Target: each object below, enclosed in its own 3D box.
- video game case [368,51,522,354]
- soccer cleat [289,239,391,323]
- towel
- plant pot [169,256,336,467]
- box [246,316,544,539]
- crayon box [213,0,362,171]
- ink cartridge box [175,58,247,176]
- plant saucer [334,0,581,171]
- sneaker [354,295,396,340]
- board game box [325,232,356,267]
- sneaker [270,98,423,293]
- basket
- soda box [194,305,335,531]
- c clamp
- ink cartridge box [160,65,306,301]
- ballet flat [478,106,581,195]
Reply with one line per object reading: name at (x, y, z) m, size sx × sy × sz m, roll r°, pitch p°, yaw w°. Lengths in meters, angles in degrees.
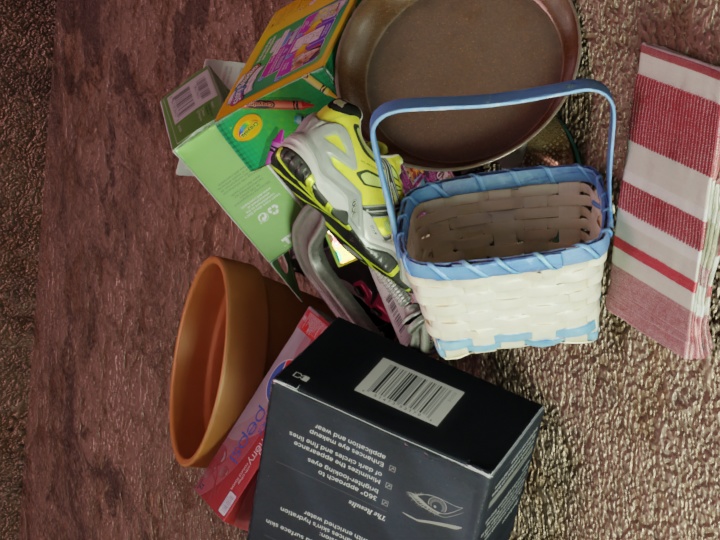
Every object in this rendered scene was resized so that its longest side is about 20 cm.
video game case at (0.048, -0.053, 1.643) m, size 0.200 × 0.036 × 0.181 m, roll 67°, pitch 150°, yaw 21°
soccer cleat at (0.018, -0.002, 1.882) m, size 0.200 × 0.086 × 0.070 m, roll 26°, pitch 110°, yaw 42°
towel at (0.218, -0.051, 1.371) m, size 0.144 × 0.023 × 0.200 m, roll -140°, pitch 54°, yaw -67°
plant pot at (-0.089, 0.095, 1.858) m, size 0.200 × 0.140 × 0.200 m, roll -171°, pitch 90°, yaw -73°
box at (0.025, 0.176, 1.621) m, size 0.117 × 0.197 × 0.200 m, roll -44°, pitch -28°, yaw -51°
crayon box at (-0.038, -0.179, 1.680) m, size 0.119 × 0.058 × 0.200 m, roll -24°, pitch 26°, yaw 30°
ink cartridge box at (-0.072, -0.157, 1.916) m, size 0.160 × 0.200 × 0.047 m, roll 110°, pitch 154°, yaw -45°
plant saucer at (0.079, -0.163, 1.558) m, size 0.034 × 0.200 × 0.200 m, roll 52°, pitch -154°, yaw -63°
sneaker at (0.002, 0.105, 1.900) m, size 0.112 × 0.078 × 0.200 m, roll 110°, pitch 152°, yaw -47°
board game box at (-0.037, -0.074, 1.775) m, size 0.200 × 0.030 × 0.096 m, roll -120°, pitch 8°, yaw -73°
sneaker at (0.012, -0.052, 1.510) m, size 0.075 × 0.076 × 0.200 m, roll 31°, pitch 167°, yaw 40°
basket at (0.101, -0.042, 1.448) m, size 0.139 × 0.176 × 0.200 m, roll -90°, pitch -5°, yaw -55°
soda box at (-0.060, 0.138, 1.750) m, size 0.200 × 0.070 × 0.063 m, roll -57°, pitch 39°, yaw 5°
c clamp at (0.000, 0.000, 1.642) m, size 0.200 × 0.027 × 0.171 m, roll 55°, pitch 148°, yaw 6°
ink cartridge box at (-0.092, -0.077, 1.745) m, size 0.200 × 0.059 × 0.104 m, roll 51°, pitch -171°, yaw -31°
ballet flat at (0.114, -0.122, 1.593) m, size 0.200 × 0.065 × 0.071 m, roll -120°, pitch 40°, yaw -52°
